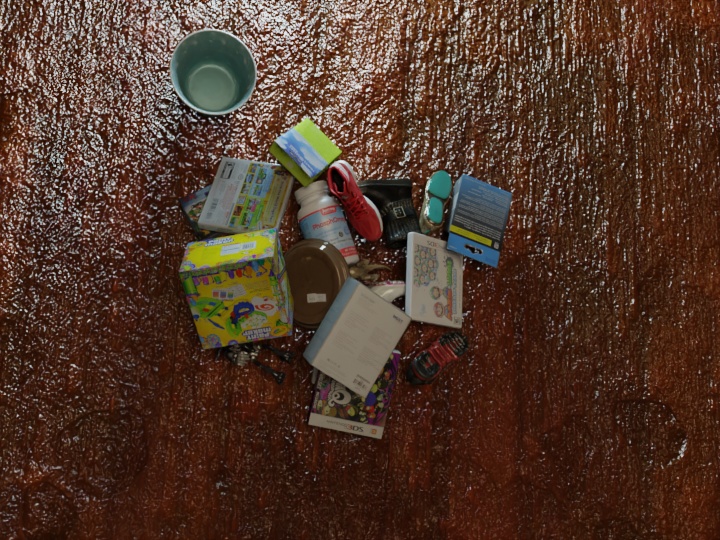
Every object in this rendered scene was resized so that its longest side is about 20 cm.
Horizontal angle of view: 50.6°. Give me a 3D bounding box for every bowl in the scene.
[{"bbox_3d":[-0.342,-0.438,1.762,0.195,0.105,0.207,3,79,-14],"label":"bowl"}]

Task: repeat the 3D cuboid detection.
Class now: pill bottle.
[{"bbox_3d":[-0.083,-0.097,1.762,0.106,0.109,0.205,-19,85,-17],"label":"pill bottle"}]

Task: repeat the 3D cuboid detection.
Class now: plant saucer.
[{"bbox_3d":[-0.110,0.031,1.707,0.195,0.029,0.207,1,93,27],"label":"plant saucer"}]

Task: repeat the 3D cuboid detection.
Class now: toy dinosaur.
[{"bbox_3d":[0.000,0.000,1.762,0.196,0.101,0.060,-16,97,-24],"label":"toy dinosaur"}]

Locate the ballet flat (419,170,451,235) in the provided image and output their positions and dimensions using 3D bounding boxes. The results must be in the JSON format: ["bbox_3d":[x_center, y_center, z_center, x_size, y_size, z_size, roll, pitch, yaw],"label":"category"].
[{"bbox_3d":[0.176,-0.163,1.857,0.069,0.066,0.202,28,46,-7],"label":"ballet flat"}]

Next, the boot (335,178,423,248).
[{"bbox_3d":[0.048,-0.132,1.818,0.205,0.079,0.163,-6,81,-16],"label":"boot"}]

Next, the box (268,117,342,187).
[{"bbox_3d":[-0.128,-0.272,1.756,0.122,0.048,0.200,43,31,-4],"label":"box"}]

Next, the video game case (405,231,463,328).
[{"bbox_3d":[0.178,0.026,1.811,0.179,0.023,0.206,12,76,-40],"label":"video game case"}]

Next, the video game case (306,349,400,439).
[{"bbox_3d":[-0.015,0.264,1.723,0.176,0.036,0.206,14,92,-12],"label":"video game case"}]

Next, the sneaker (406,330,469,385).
[{"bbox_3d":[0.178,0.209,1.794,0.198,0.098,0.071,-30,74,-40],"label":"sneaker"}]

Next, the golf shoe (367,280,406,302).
[{"bbox_3d":[0.027,0.074,1.785,0.194,0.075,0.094,-10,92,-9],"label":"golf shoe"}]

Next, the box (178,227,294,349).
[{"bbox_3d":[-0.253,0.039,1.597,0.194,0.123,0.197,-9,121,2],"label":"box"}]

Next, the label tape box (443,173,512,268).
[{"bbox_3d":[0.283,-0.114,1.877,0.141,0.063,0.205,20,71,-10],"label":"label tape box"}]

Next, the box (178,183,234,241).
[{"bbox_3d":[-0.293,-0.145,1.724,0.197,0.038,0.137,-27,58,-17],"label":"box"}]

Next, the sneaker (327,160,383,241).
[{"bbox_3d":[-0.022,-0.148,1.721,0.077,0.116,0.202,-32,94,17],"label":"sneaker"}]

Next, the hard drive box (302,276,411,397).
[{"bbox_3d":[-0.007,0.143,1.647,0.154,0.077,0.203,33,88,-21],"label":"hard drive box"}]

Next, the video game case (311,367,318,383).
[{"bbox_3d":[-0.030,0.165,1.740,0.139,0.018,0.206,8,96,-11],"label":"video game case"}]

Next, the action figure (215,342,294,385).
[{"bbox_3d":[-0.242,0.166,1.676,0.197,0.102,0.121,28,67,-9],"label":"action figure"}]

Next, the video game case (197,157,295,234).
[{"bbox_3d":[-0.249,-0.164,1.698,0.177,0.023,0.204,8,54,6],"label":"video game case"}]
